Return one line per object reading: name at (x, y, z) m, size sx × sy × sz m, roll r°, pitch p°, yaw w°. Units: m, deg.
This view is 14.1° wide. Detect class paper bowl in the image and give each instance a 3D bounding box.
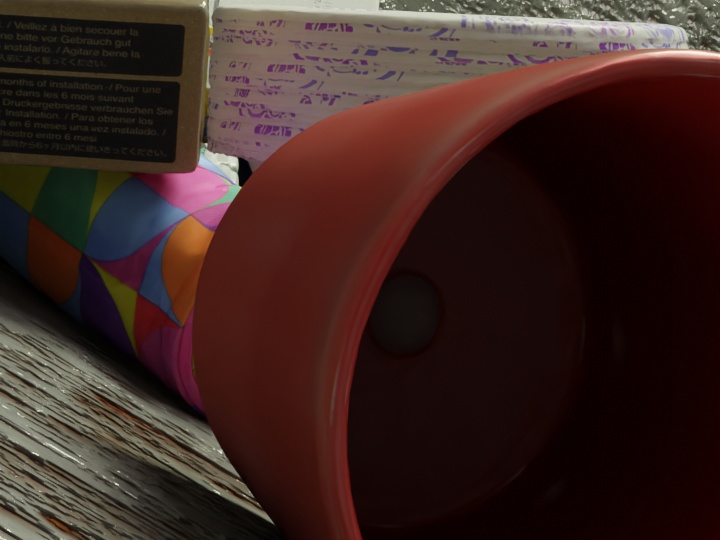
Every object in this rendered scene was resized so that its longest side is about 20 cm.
paper bowl at (0.034, -0.056, 1.211) m, size 0.199 × 0.105 × 0.201 m, roll 4°, pitch 6°, yaw 0°

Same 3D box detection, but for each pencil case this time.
pencil case at (-0.089, -0.022, 1.102) m, size 0.200 × 0.089 × 0.088 m, roll 38°, pitch 7°, yaw 40°

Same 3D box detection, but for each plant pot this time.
plant pot at (0.046, 0.027, 0.851) m, size 0.200 × 0.201 × 0.177 m, roll 30°, pitch -5°, yaw -25°

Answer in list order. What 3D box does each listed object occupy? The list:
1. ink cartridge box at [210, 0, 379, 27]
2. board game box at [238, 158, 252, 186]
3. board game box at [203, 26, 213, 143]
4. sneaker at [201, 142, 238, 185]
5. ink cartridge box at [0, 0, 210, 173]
ink cartridge box at (-0.103, -0.116, 1.485) m, size 0.199 × 0.085 × 0.146 m, roll 10°, pitch -19°, yaw -13°
board game box at (0.000, 0.000, 1.355) m, size 0.159 × 0.039 × 0.200 m, roll 61°, pitch -8°, yaw -27°
board game box at (-0.068, -0.070, 1.422) m, size 0.199 × 0.034 × 0.134 m, roll 11°, pitch -25°, yaw -16°
sneaker at (-0.103, -0.032, 1.296) m, size 0.091 × 0.078 × 0.200 m, roll 23°, pitch 1°, yaw -11°
ink cartridge box at (-0.137, -0.121, 1.097) m, size 0.163 × 0.076 × 0.201 m, roll 4°, pitch 34°, yaw -5°
